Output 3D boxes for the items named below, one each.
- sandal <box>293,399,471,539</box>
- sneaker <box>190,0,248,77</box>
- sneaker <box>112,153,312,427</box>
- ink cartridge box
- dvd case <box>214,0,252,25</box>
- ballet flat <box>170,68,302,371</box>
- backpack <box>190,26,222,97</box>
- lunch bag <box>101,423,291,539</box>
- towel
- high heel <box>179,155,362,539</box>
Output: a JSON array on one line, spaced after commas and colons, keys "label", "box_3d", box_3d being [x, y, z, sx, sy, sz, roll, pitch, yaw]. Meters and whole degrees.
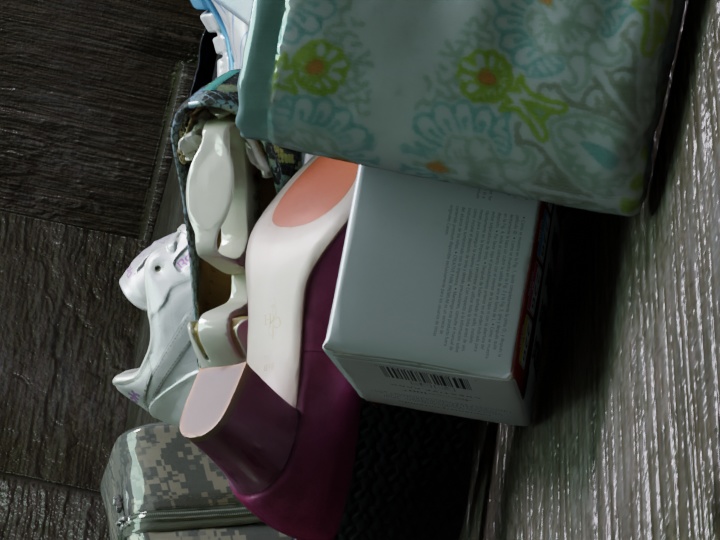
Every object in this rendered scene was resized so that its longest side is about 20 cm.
[{"label": "sandal", "box_3d": [0.020, 0.082, 1.353, 0.048, 0.075, 0.201, 112, 177, -66]}, {"label": "sneaker", "box_3d": [-0.043, -0.133, 1.533, 0.087, 0.075, 0.200, -7, 94, 58]}, {"label": "sneaker", "box_3d": [-0.067, -0.012, 1.420, 0.075, 0.100, 0.200, -14, -57, -82]}, {"label": "ink cartridge box", "box_3d": [0.050, -0.040, 1.238, 0.176, 0.084, 0.200, 60, -140, -78]}, {"label": "dvd case", "box_3d": [-0.009, -0.175, 1.457, 0.018, 0.200, 0.143, -4, -53, -54]}, {"label": "ballet flat", "box_3d": [-0.060, 0.004, 1.354, 0.074, 0.074, 0.200, -164, 67, -82]}, {"label": "backpack", "box_3d": [-0.029, -0.128, 1.754, 0.200, 0.154, 0.191, -87, 18, -79]}, {"label": "lunch bag", "box_3d": [-0.088, 0.191, 1.752, 0.200, 0.139, 0.168, 123, 141, -71]}, {"label": "towel", "box_3d": [0.049, -0.135, 1.128, 0.048, 0.171, 0.200, 7, -85, -75]}, {"label": "high heel", "box_3d": [-0.013, 0.026, 1.311, 0.067, 0.096, 0.200, 1, 54, 47]}]
